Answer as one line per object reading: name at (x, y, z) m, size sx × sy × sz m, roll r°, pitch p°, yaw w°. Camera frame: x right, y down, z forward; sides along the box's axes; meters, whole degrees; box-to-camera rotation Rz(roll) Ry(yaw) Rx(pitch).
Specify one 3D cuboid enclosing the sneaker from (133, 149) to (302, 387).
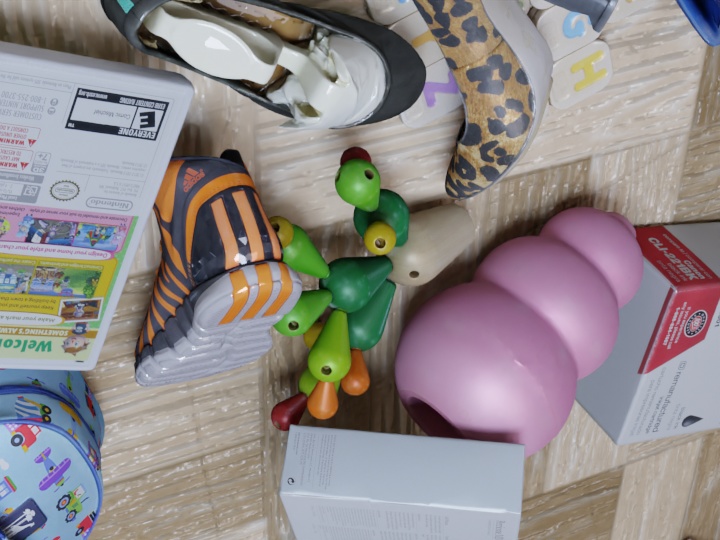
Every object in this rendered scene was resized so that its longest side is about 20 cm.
sneaker at (-0.093, -0.006, 0.792) m, size 0.077 × 0.112 × 0.200 m, roll -9°, pitch 162°, yaw -29°

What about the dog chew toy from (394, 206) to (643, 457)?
dog chew toy at (0.116, 0.035, 0.921) m, size 0.200 × 0.124 × 0.125 m, roll -45°, pitch 137°, yaw -19°

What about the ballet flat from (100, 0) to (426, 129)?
ballet flat at (-0.045, -0.110, 0.724) m, size 0.199 × 0.069 × 0.068 m, roll 15°, pitch 121°, yaw -28°

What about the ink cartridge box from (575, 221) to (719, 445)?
ink cartridge box at (0.273, 0.043, 1.044) m, size 0.199 × 0.084 × 0.145 m, roll -6°, pitch 125°, yaw -29°

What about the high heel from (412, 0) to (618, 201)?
high heel at (0.048, -0.129, 0.798) m, size 0.142 × 0.072 × 0.200 m, roll 24°, pitch 137°, yaw -5°

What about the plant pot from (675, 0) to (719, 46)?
plant pot at (0.265, -0.217, 0.765) m, size 0.200 × 0.180 × 0.200 m, roll -48°, pitch 133°, yaw 2°

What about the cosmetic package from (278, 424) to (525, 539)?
cosmetic package at (0.032, 0.166, 0.922) m, size 0.150 × 0.052 × 0.200 m, roll 6°, pitch 154°, yaw 7°

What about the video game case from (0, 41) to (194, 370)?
video game case at (-0.201, -0.030, 0.682) m, size 0.199 × 0.022 × 0.183 m, roll 5°, pitch 120°, yaw -37°

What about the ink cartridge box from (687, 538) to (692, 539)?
ink cartridge box at (0.343, 0.384, 1.307) m, size 0.145 × 0.145 × 0.200 m, roll -43°, pitch 135°, yaw 5°

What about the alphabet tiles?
alphabet tiles at (0.099, -0.171, 0.822) m, size 0.195 × 0.015 × 0.200 m, roll -28°, pitch 133°, yaw -10°

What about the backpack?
backpack at (-0.233, 0.136, 0.776) m, size 0.199 × 0.135 × 0.183 m, roll -29°, pitch 135°, yaw -12°

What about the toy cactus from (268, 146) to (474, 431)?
toy cactus at (0.000, 0.000, 0.858) m, size 0.165 × 0.102 × 0.201 m, roll -28°, pitch 134°, yaw -36°
